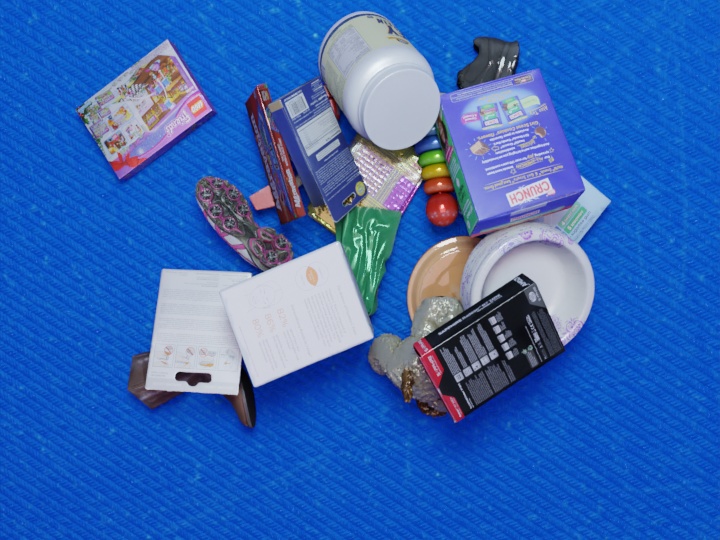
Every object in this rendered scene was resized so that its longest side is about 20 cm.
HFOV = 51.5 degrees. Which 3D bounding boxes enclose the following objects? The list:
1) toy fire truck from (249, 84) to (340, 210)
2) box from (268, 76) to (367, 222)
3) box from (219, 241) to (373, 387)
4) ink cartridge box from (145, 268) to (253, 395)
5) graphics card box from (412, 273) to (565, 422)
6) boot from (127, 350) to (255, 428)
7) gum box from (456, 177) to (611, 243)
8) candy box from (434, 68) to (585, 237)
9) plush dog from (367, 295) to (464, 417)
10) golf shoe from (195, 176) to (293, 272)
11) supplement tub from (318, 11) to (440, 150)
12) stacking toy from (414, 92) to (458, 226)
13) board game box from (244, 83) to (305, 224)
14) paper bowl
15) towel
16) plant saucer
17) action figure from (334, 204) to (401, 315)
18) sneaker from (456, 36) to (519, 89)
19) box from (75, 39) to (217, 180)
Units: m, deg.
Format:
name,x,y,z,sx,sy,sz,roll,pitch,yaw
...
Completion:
name,x,y,z,sx,sy,sz,roll,pitch,yaw
toy fire truck,-0.111,-0.201,1.236,0.196,0.049,0.144,-26,93,4
box,-0.061,-0.185,1.162,0.032,0.121,0.204,-13,110,36
box,-0.093,0.064,1.146,0.195,0.106,0.156,-21,91,1
ink cartridge box,-0.262,0.102,1.237,0.156,0.050,0.206,3,75,3
graphics card box,0.187,0.112,1.082,0.197,0.051,0.127,-32,110,-1
boot,-0.289,0.207,1.272,0.195,0.064,0.191,-21,80,2
gum box,0.277,-0.109,1.221,0.199,0.045,0.171,38,97,-1
candy box,0.214,-0.173,1.102,0.164,0.077,0.205,-15,73,-4
plush dog,0.126,0.165,1.199,0.170,0.163,0.200,30,125,-28
golf shoe,-0.201,-0.065,1.229,0.200,0.092,0.073,46,61,-5
supplement tub,0.027,-0.287,1.128,0.141,0.202,0.148,-13,132,-15
stacking toy,0.121,-0.173,1.192,0.083,0.085,0.206,-4,86,4
board game box,-0.135,-0.177,1.164,0.019,0.103,0.205,-18,93,-18
paper bowl,0.250,0.023,1.150,0.194,0.105,0.206,-3,110,-8
towel,0.013,-0.135,1.248,0.142,0.023,0.202,34,95,1
plant saucer,0.175,0.045,1.248,0.194,0.032,0.207,0,95,3
action figure,0.000,0.000,1.219,0.114,0.055,0.206,6,90,2
sneaker,0.190,-0.280,1.207,0.089,0.076,0.205,19,87,8
box,-0.358,-0.266,1.250,0.198,0.039,0.139,-34,91,5
